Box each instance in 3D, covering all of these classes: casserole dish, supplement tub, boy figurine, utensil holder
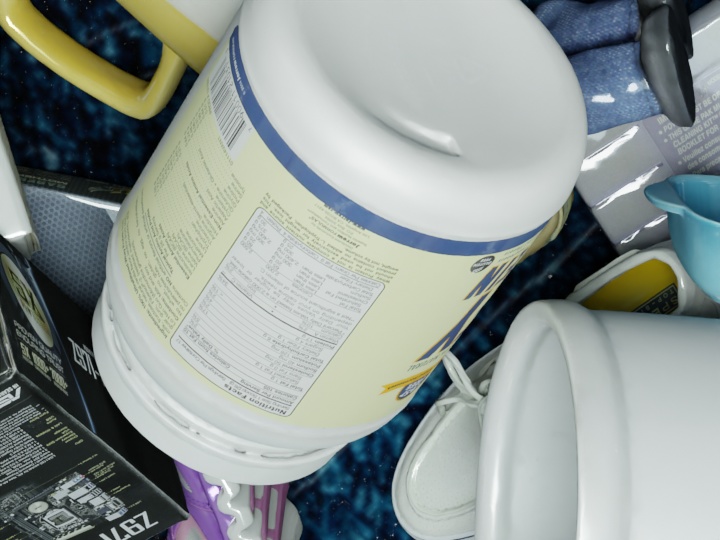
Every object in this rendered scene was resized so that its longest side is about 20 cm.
[{"bbox_3d":[0.213,-0.004,1.010,0.199,0.121,0.039,6,103,-3],"label":"casserole dish"},{"bbox_3d":[-0.015,-0.020,0.977,0.144,0.145,0.200,28,133,-8],"label":"supplement tub"},{"bbox_3d":[0.045,-0.086,1.068,0.199,0.125,0.065,-8,140,18],"label":"boy figurine"},{"bbox_3d":[0.159,0.100,0.974,0.199,0.170,0.171,3,104,-10],"label":"utensil holder"}]

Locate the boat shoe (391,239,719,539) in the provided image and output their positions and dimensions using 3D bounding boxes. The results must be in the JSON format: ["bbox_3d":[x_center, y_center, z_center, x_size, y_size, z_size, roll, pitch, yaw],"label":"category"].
[{"bbox_3d":[0.077,0.057,1.088,0.202,0.086,0.075,-38,71,24],"label":"boat shoe"}]

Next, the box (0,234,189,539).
[{"bbox_3d":[-0.198,0.084,1.016,0.199,0.086,0.164,-28,146,8],"label":"box"}]

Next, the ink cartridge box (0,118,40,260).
[{"bbox_3d":[-0.233,-0.080,1.033,0.145,0.088,0.201,-18,88,-6],"label":"ink cartridge box"}]

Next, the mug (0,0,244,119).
[{"bbox_3d":[-0.090,-0.164,1.027,0.153,0.149,0.187,32,95,-1],"label":"mug"}]

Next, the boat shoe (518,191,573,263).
[{"bbox_3d":[0.002,0.002,1.099,0.200,0.063,0.073,-22,105,15],"label":"boat shoe"}]

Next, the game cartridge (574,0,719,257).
[{"bbox_3d":[0.195,-0.070,1.111,0.199,0.038,0.130,-32,99,7],"label":"game cartridge"}]

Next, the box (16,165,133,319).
[{"bbox_3d":[-0.189,0.027,1.116,0.199,0.051,0.159,11,103,-4],"label":"box"}]

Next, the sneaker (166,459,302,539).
[{"bbox_3d":[-0.066,0.143,1.130,0.088,0.081,0.201,-14,115,14],"label":"sneaker"}]
